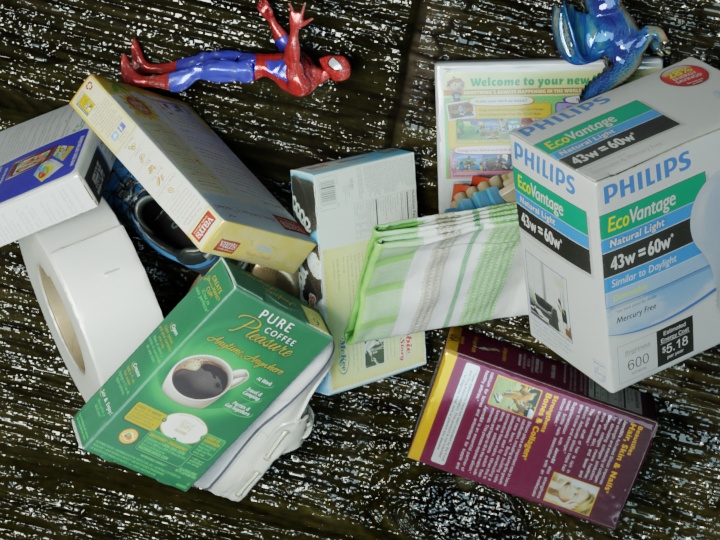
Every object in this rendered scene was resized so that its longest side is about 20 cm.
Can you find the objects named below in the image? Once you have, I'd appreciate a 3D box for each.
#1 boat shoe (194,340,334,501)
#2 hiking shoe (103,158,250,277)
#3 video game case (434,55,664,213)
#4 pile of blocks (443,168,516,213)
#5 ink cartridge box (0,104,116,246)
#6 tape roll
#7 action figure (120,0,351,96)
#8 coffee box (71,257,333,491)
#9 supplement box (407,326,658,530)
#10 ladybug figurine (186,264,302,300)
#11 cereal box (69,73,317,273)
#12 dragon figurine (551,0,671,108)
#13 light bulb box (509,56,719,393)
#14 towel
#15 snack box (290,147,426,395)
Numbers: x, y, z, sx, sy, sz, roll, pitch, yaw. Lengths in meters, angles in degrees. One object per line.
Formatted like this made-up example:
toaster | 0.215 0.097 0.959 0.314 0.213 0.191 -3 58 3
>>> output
boat shoe | -0.075 0.131 1.694 0.066 0.072 0.200 31 114 -20
hiking shoe | -0.181 -0.063 1.694 0.200 0.087 0.074 30 88 24
video game case | 0.168 -0.097 1.706 0.200 0.022 0.182 0 105 7
pile of blocks | 0.118 -0.070 1.669 0.200 0.082 0.062 -29 60 10
ink cartridge box | -0.307 -0.075 1.673 0.200 0.198 0.047 -22 115 13
tape roll | -0.231 0.030 1.687 0.071 0.202 0.203 -22 103 -16
action figure | -0.106 -0.202 1.683 0.200 0.065 0.099 5 117 5
coffee box | -0.131 0.090 1.613 0.123 0.044 0.200 28 113 -39
supplement box | 0.155 0.140 1.737 0.200 0.086 0.110 19 106 1
ladybug figurine | -0.099 0.060 1.751 0.136 0.072 0.200 22 106 0
cereal box | -0.141 -0.082 1.638 0.040 0.144 0.200 -50 61 15
dragon figurine | 0.197 -0.208 1.635 0.099 0.059 0.200 -23 95 -2
light bulb box | 0.242 -0.040 1.594 0.198 0.125 0.200 -23 123 -22
towel | 0.092 0.004 1.661 0.200 0.031 0.149 -10 140 -21
snack box | 0.000 0.000 1.707 0.037 0.116 0.200 13 112 49
